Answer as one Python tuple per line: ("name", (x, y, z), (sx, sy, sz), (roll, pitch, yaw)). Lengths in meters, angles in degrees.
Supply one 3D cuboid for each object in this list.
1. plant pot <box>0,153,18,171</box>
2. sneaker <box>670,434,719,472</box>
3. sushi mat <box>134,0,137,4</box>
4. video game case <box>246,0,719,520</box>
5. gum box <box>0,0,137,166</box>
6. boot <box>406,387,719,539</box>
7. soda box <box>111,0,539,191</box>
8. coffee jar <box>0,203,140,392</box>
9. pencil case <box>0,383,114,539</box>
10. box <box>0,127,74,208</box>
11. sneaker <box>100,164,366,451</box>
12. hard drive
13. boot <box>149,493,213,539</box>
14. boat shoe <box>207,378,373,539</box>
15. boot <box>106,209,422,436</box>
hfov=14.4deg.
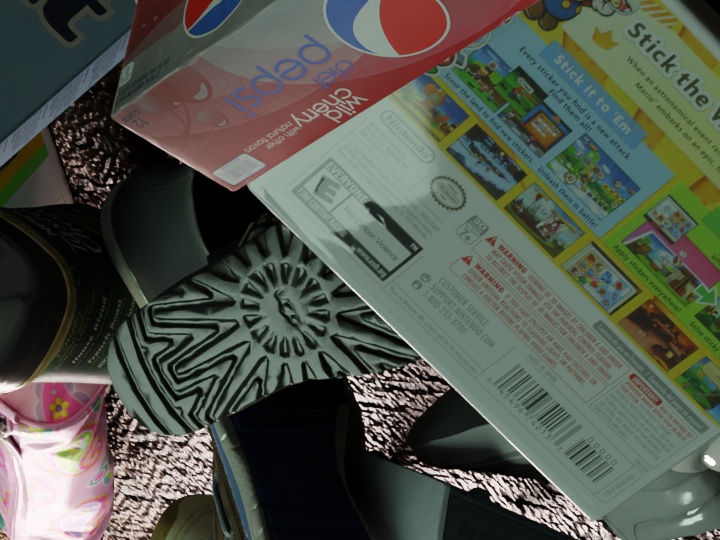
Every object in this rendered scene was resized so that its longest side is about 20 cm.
("plant pot", (-0.274, -0.130, 1.470), (0.200, 0.200, 0.135), (24, 120, 40))
("sneaker", (0.135, -0.006, 1.135), (0.146, 0.081, 0.201), (15, 126, 10))
("sushi mat", (-0.074, -0.178, 1.171), (0.201, 0.095, 0.012), (64, 179, -33))
("video game case", (0.087, -0.021, 1.079), (0.200, 0.023, 0.182), (44, 119, -12))
("gum box", (-0.167, -0.150, 1.225), (0.170, 0.200, 0.045), (45, 156, 3))
("boot", (0.099, 0.090, 1.313), (0.096, 0.074, 0.200), (52, 158, -12))
("soda box", (-0.004, -0.105, 1.029), (0.063, 0.070, 0.200), (31, 141, -28))
("coffee jar", (-0.175, 0.012, 1.501), (0.104, 0.086, 0.200), (32, -169, 16))
("pencil case", (-0.197, 0.106, 1.792), (0.087, 0.087, 0.200), (39, 155, 17))
("box", (-0.270, -0.014, 1.588), (0.112, 0.200, 0.102), (29, 150, 32))
("sneaker", (-0.052, 0.032, 1.461), (0.200, 0.075, 0.106), (53, 156, -11))
("hard drive", (0.052, 0.127, 1.376), (0.134, 0.043, 0.200), (25, 175, -18))
("boot", (-0.001, 0.166, 1.494), (0.155, 0.073, 0.200), (22, -172, 29))
("boat shoe", (-0.044, 0.104, 1.360), (0.201, 0.072, 0.073), (-103, 26, -45))
("boot", (-0.001, -0.002, 1.278), (0.210, 0.158, 0.080), (-19, 95, 28))
